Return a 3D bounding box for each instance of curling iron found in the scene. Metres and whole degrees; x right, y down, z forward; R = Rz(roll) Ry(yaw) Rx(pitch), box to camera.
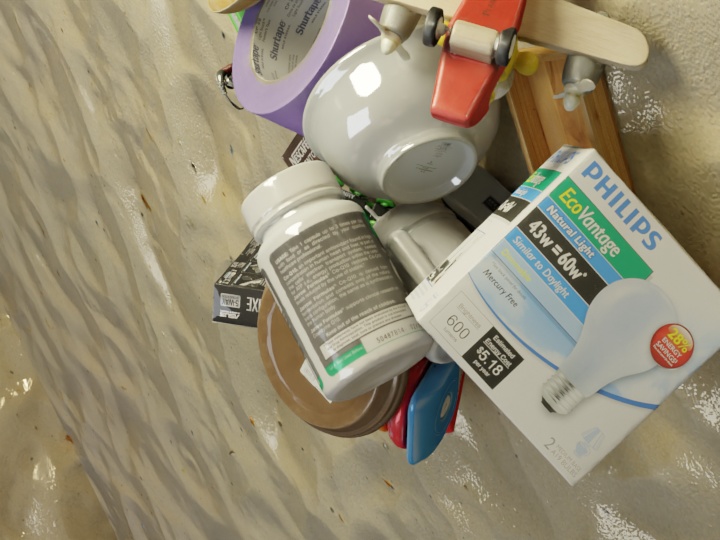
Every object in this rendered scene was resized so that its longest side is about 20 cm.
[{"bbox_3d":[-0.127,-0.226,1.404,0.025,0.200,0.050,-30,104,17],"label":"curling iron"}]

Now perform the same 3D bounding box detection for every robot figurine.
[{"bbox_3d":[0.077,0.011,1.218,0.200,0.113,0.170,51,-177,27],"label":"robot figurine"}]

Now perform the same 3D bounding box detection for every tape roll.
[{"bbox_3d":[-0.038,-0.235,1.221,0.199,0.084,0.202,-27,54,44],"label":"tape roll"}]

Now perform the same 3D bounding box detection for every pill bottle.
[{"bbox_3d":[-0.026,0.008,1.129,0.201,0.112,0.113,62,152,14],"label":"pill bottle"}]

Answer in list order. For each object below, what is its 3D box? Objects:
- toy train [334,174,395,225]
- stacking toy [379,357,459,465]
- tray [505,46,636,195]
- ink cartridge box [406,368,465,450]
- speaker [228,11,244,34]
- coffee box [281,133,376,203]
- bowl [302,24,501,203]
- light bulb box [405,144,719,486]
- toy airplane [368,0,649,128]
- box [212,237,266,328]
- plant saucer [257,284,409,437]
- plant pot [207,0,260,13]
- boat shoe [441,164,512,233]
[{"bbox_3d":[0.037,-0.048,1.327,0.198,0.042,0.056,23,163,-3],"label":"toy train"},{"bbox_3d":[0.000,0.111,1.291,0.198,0.116,0.111,18,136,19],"label":"stacking toy"},{"bbox_3d":[0.196,-0.107,1.128,0.098,0.037,0.202,6,121,55],"label":"tray"},{"bbox_3d":[0.073,0.103,1.395,0.067,0.117,0.201,-3,129,18],"label":"ink cartridge box"},{"bbox_3d":[-0.105,-0.300,1.379,0.088,0.088,0.201,-20,98,60],"label":"speaker"},{"bbox_3d":[0.000,-0.142,1.357,0.113,0.080,0.200,54,150,5],"label":"coffee box"},{"bbox_3d":[0.052,-0.127,1.151,0.202,0.199,0.091,109,147,-53],"label":"bowl"},{"bbox_3d":[0.177,0.033,1.038,0.198,0.200,0.125,45,-177,-7],"label":"light bulb box"},{"bbox_3d":[0.113,-0.209,1.030,0.142,0.197,0.201,89,156,-55],"label":"toy airplane"},{"bbox_3d":[-0.069,0.012,1.428,0.156,0.200,0.050,8,111,8],"label":"box"},{"bbox_3d":[-0.035,0.074,1.238,0.199,0.029,0.202,12,109,38],"label":"plant saucer"},{"bbox_3d":[-0.087,-0.341,1.247,0.027,0.202,0.199,31,161,-25],"label":"plant pot"},{"bbox_3d":[0.149,-0.028,1.244,0.200,0.070,0.066,43,162,24],"label":"boat shoe"}]
